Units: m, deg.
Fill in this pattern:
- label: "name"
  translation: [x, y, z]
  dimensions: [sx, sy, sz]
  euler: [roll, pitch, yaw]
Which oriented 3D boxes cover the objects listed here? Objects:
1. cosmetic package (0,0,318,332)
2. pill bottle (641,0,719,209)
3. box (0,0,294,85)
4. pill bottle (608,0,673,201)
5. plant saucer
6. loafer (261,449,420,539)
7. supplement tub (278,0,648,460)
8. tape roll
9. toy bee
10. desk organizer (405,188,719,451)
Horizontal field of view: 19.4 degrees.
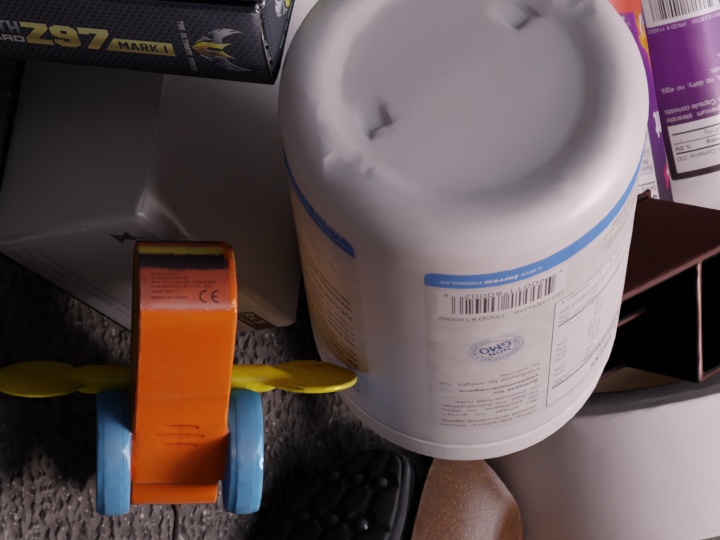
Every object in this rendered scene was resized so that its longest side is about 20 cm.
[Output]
- label: "cosmetic package"
  translation: [-0.073, -0.082, 0.863]
  dimensions: [0.113, 0.081, 0.200]
  euler: [39, 53, -49]
- label: "pill bottle"
  translation: [0.192, -0.110, 1.273]
  dimensions: [0.112, 0.112, 0.200]
  euler: [-33, 112, -56]
- label: "box"
  translation: [-0.089, -0.169, 0.775]
  dimensions: [0.051, 0.157, 0.200]
  euler: [81, 19, -62]
- label: "pill bottle"
  translation: [0.108, -0.056, 1.125]
  dimensions: [0.111, 0.111, 0.201]
  euler: [-18, 100, -58]
- label: "plant saucer"
  translation: [0.049, 0.179, 0.985]
  dimensions: [0.200, 0.037, 0.201]
  euler: [4, 90, -77]
- label: "loafer"
  translation: [-0.021, 0.170, 0.915]
  dimensions: [0.070, 0.068, 0.201]
  euler: [62, 41, -44]
- label: "supplement tub"
  translation: [0.039, -0.021, 0.807]
  dimensions: [0.200, 0.132, 0.132]
  euler: [86, 12, -64]
- label: "tape roll"
  translation: [0.154, 0.081, 1.090]
  dimensions: [0.202, 0.202, 0.071]
  euler: [-25, 105, -58]
- label: "toy bee"
  translation: [-0.081, 0.055, 0.820]
  dimensions: [0.131, 0.200, 0.109]
  euler: [17, 33, -21]
- label: "desk organizer"
  translation: [0.111, 0.026, 0.993]
  dimensions: [0.200, 0.077, 0.072]
  euler: [-23, 117, -44]
